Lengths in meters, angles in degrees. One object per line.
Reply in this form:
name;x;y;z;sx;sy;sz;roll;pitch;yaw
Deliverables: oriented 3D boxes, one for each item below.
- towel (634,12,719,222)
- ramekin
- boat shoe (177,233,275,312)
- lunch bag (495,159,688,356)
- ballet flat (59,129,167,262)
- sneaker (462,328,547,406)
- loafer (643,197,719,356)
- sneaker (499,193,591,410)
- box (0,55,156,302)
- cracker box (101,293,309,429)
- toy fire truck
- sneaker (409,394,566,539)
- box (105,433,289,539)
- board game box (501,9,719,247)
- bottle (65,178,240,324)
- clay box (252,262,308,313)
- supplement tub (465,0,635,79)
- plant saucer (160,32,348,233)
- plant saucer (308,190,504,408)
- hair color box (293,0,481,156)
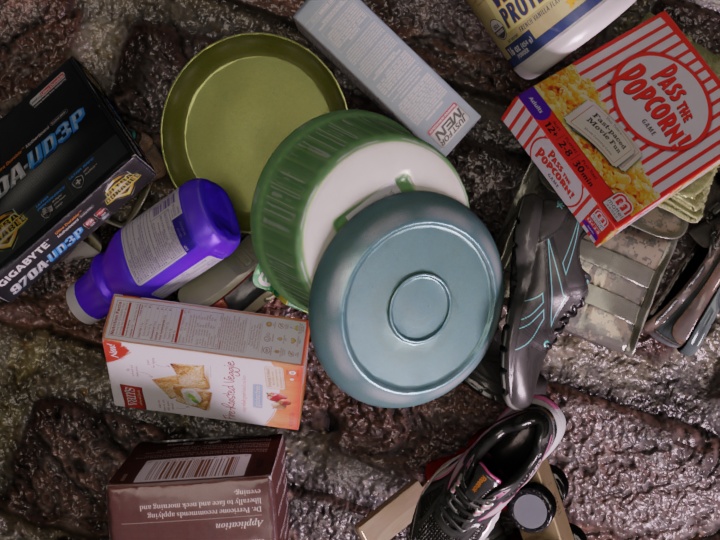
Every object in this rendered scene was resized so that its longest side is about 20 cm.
towel;0.301;-0.154;1.153;0.147;0.037;0.201;30;65;-2
ramekin;0.006;-0.042;1.073;0.197;0.098;0.203;-6;106;-24
boat shoe;-0.093;-0.003;1.196;0.199;0.071;0.063;-35;130;-10
lunch bag;0.228;-0.038;1.167;0.162;0.118;0.202;22;89;-1
ballet flat;-0.276;-0.055;1.194;0.200;0.068;0.067;-42;122;6
sneaker;0.119;0.076;1.175;0.198;0.076;0.092;25;92;-29
loafer;0.354;-0.013;1.192;0.062;0.072;0.202;23;97;4
sneaker;0.172;0.033;1.078;0.078;0.075;0.203;8;94;4
box;-0.318;-0.092;1.157;0.199;0.046;0.160;-40;59;4
cracker box;-0.153;0.095;1.170;0.197;0.135;0.058;8;55;0
toy fire truck;0.114;0.266;1.206;0.198;0.128;0.178;-19;90;22
sneaker;0.113;0.200;1.110;0.080;0.086;0.201;37;98;13
box;-0.155;0.285;1.174;0.163;0.164;0.203;-3;96;0
board game box;0.254;-0.136;1.089;0.199;0.046;0.152;-32;79;-23
bottle;-0.213;-0.012;1.172;0.199;0.065;0.084;-32;62;23
clay box;0.000;0.000;1.165;0.198;0.048;0.116;21;96;-29
supplement tub;0.159;-0.305;1.124;0.144;0.144;0.201;-37;94;4
plant saucer;-0.106;-0.139;1.190;0.197;0.031;0.203;0;93;7
plant saucer;0.049;0.031;1.042;0.197;0.027;0.203;-6;105;-23
hair color box;0.026;-0.199;1.158;0.200;0.099;0.061;44;94;-4
